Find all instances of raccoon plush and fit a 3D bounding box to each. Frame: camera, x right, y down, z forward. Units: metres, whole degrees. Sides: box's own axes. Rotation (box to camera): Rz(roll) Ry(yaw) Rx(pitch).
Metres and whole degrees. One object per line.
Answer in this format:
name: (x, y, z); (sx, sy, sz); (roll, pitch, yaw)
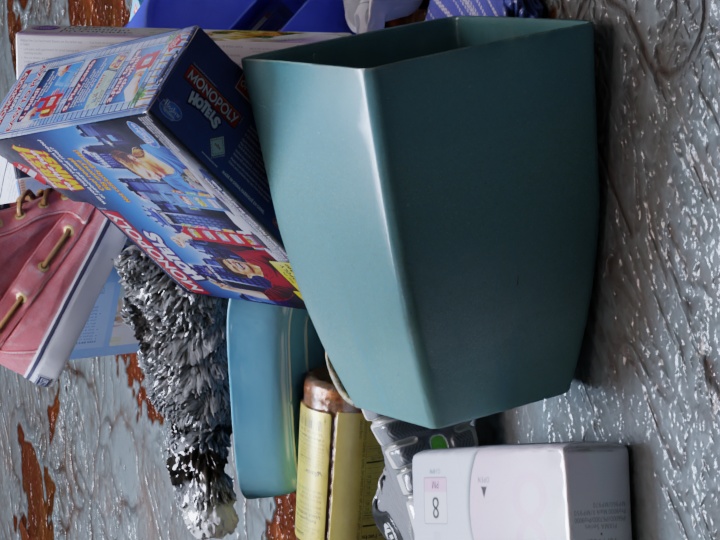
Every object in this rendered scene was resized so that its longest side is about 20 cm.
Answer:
raccoon plush: (-0.097, 0.062, 1.818); (0.134, 0.097, 0.200); (70, -177, -78)

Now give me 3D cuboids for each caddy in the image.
caddy: (-0.079, -0.132, 1.819); (0.200, 0.141, 0.105); (-51, -2, -40)

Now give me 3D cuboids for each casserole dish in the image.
casserole dish: (-0.042, 0.059, 1.846); (0.121, 0.039, 0.200); (-50, -34, -51)

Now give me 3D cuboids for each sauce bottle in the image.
sauce bottle: (-0.012, 0.162, 1.827); (0.066, 0.066, 0.200); (-143, 55, -65)

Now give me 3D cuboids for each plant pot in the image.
plant pot: (0.040, -0.026, 1.539); (0.141, 0.141, 0.200); (13, 113, 59)

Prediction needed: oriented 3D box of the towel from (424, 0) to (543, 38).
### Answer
towel: (0.057, -0.105, 1.675); (0.145, 0.024, 0.200); (-115, 30, -50)

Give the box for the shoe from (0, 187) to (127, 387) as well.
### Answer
shoe: (-0.195, -0.033, 1.830); (0.200, 0.091, 0.071); (-65, 8, -11)

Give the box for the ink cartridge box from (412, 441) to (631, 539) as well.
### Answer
ink cartridge box: (0.088, 0.194, 1.543); (0.162, 0.057, 0.200); (-10, 78, 61)

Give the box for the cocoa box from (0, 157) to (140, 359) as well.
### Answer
cocoa box: (-0.143, -0.029, 1.964); (0.133, 0.200, 0.131); (109, 152, -58)

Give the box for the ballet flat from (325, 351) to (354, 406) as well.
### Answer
ballet flat: (0.000, 0.000, 1.713); (0.071, 0.071, 0.200); (-119, 17, -52)

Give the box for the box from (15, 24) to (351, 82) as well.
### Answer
box: (-0.104, -0.122, 1.706); (0.039, 0.200, 0.042); (-56, -34, -73)

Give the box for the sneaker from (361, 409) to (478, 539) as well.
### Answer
sneaker: (0.026, 0.096, 1.693); (0.115, 0.075, 0.200); (138, 122, -70)

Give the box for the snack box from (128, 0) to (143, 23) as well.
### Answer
snack box: (-0.076, -0.114, 1.909); (0.200, 0.116, 0.037); (-113, 29, -45)

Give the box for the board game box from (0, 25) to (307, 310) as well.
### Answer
board game box: (-0.113, -0.061, 1.646); (0.200, 0.200, 0.062); (9, 62, 45)

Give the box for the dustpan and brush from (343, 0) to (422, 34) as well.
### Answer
dustpan and brush: (0.010, -0.175, 1.734); (0.140, 0.057, 0.200); (114, 147, -60)
